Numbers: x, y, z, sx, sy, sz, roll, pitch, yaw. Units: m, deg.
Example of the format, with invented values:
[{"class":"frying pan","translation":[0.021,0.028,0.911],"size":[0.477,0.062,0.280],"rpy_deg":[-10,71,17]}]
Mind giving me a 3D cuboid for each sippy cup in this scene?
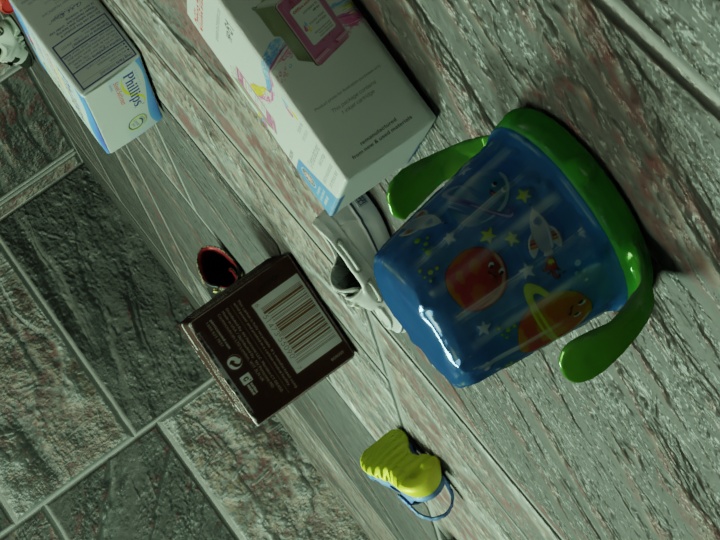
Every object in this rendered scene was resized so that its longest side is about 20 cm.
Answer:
[{"class":"sippy cup","translation":[0.082,-0.005,0.945],"size":[0.140,0.130,0.178],"rpy_deg":[57,170,-9]}]

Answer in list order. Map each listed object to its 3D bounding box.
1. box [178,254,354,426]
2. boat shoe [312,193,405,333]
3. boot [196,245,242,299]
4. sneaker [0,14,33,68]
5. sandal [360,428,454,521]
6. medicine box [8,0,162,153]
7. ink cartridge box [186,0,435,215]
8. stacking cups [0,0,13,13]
[{"class":"box","translation":[-0.130,0.093,2.153],"size":[0.167,0.164,0.200],"rpy_deg":[55,170,-4]},{"class":"boat shoe","translation":[0.000,0.000,1.526],"size":[0.074,0.065,0.201],"rpy_deg":[45,165,43]},{"class":"boot","translation":[-0.204,0.057,2.665],"size":[0.201,0.073,0.151],"rpy_deg":[55,172,30]},{"class":"sneaker","translation":[-0.790,-0.495,3.556],"size":[0.074,0.088,0.200],"rpy_deg":[50,170,16]},{"class":"sandal","translation":[0.064,0.275,2.104],"size":[0.087,0.079,0.200],"rpy_deg":[54,172,-23]},{"class":"medicine box","translation":[-0.385,-0.299,2.248],"size":[0.201,0.102,0.183],"rpy_deg":[52,170,20]},{"class":"ink cartridge box","translation":[-0.043,-0.154,1.172],"size":[0.201,0.084,0.145],"rpy_deg":[56,170,4]},{"class":"stacking cups","translation":[-0.739,-0.566,3.171],"size":[0.200,0.060,0.061],"rpy_deg":[46,167,38]}]
